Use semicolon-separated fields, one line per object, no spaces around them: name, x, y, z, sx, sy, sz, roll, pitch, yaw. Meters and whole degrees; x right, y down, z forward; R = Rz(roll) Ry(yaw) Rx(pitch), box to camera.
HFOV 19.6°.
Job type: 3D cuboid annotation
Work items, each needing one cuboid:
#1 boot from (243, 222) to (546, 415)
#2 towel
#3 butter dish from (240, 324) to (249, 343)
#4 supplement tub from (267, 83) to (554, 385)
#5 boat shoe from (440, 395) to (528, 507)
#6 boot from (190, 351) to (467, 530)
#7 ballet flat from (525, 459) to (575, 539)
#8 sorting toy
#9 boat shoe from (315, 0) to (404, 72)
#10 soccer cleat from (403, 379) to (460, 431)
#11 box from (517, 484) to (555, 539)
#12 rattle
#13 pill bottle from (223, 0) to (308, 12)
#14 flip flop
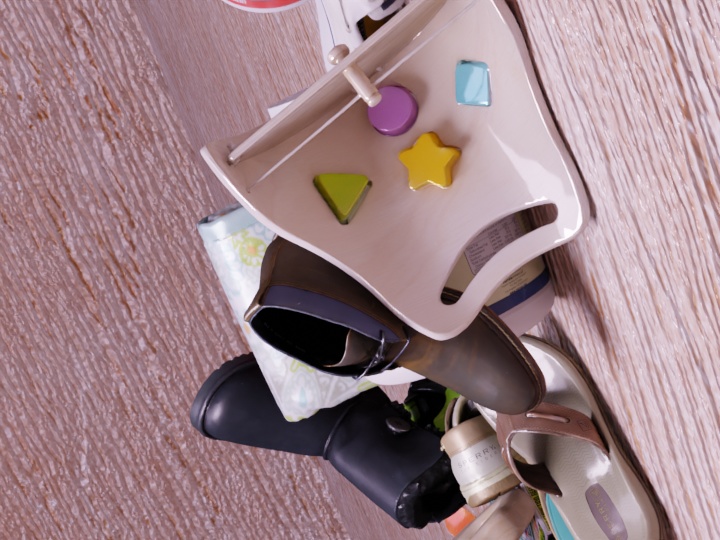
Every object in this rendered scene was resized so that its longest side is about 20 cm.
boot;0.018;0.049;1.288;0.199;0.097;0.075;32;130;0
towel;0.000;0.000;1.552;0.048;0.199;0.172;-91;-23;-78
butter dish;0.005;-0.008;1.660;0.147;0.200;0.200;37;163;20
supplement tub;0.032;-0.041;1.398;0.145;0.144;0.201;-162;48;-79
boat shoe;0.099;0.118;1.575;0.067;0.074;0.200;61;-173;-4
boot;-0.013;0.135;1.640;0.168;0.199;0.077;37;113;39
ballet flat;0.154;0.139;1.475;0.063;0.068;0.201;25;-146;-57
sorting toy;0.041;-0.063;1.257;0.181;0.200;0.107;53;-171;9
boat shoe;0.001;-0.203;1.465;0.069;0.071;0.201;24;141;36
soccer cleat;0.068;0.098;1.788;0.200;0.080;0.068;-140;27;-72
box;0.147;0.205;1.749;0.200;0.034;0.111;81;164;-62
rattle;0.121;0.245;1.656;0.142;0.131;0.200;28;177;4
pill bottle;-0.076;-0.286;1.500;0.200;0.115;0.116;81;163;-61
flip flop;0.131;0.123;1.414;0.057;0.081;0.201;2;-131;-49
